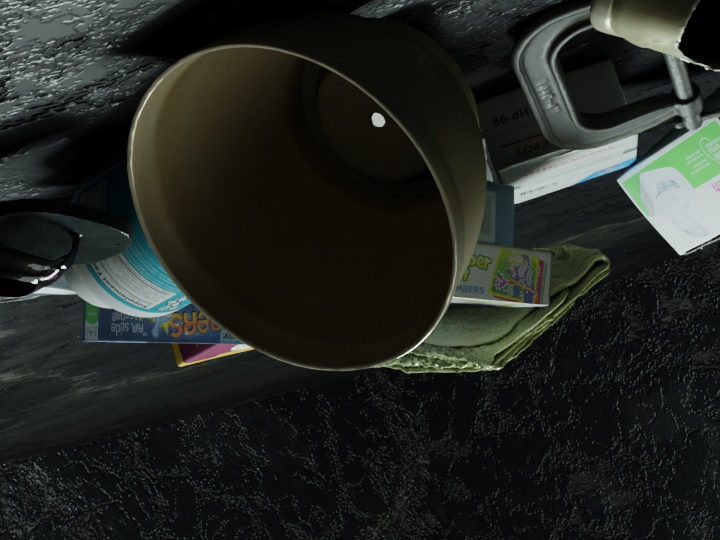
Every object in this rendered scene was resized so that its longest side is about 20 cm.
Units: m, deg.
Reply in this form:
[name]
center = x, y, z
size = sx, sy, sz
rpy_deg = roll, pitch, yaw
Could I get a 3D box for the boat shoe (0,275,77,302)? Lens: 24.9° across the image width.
[boat shoe]
center = -0.250, -0.007, 1.178
size = 0.200, 0.070, 0.066
rpy_deg = -16, -170, -37

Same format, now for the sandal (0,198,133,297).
[sandal]
center = -0.238, -0.008, 1.014
size = 0.200, 0.048, 0.075
rpy_deg = -2, 158, 8

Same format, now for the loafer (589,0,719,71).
[loafer]
center = 0.226, -0.160, 1.032
size = 0.200, 0.068, 0.076
rpy_deg = -10, 131, -42

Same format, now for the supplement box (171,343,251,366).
[supplement box]
center = -0.088, 0.008, 1.501
size = 0.131, 0.103, 0.200
rpy_deg = -11, 170, -32

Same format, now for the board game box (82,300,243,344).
[board game box]
center = -0.085, 0.037, 1.183
size = 0.200, 0.035, 0.135
rpy_deg = -1, 177, 39

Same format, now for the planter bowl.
[planter bowl]
center = -0.011, -0.062, 0.919
size = 0.200, 0.200, 0.135
rpy_deg = -24, -164, 39

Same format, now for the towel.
[towel]
center = 0.093, 0.028, 1.272
size = 0.148, 0.037, 0.200
rpy_deg = -37, -164, -26

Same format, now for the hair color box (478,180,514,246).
[hair color box]
center = 0.017, -0.038, 1.323
size = 0.200, 0.061, 0.099
rpy_deg = -3, 172, 45

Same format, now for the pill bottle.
[pill bottle]
center = -0.121, -0.035, 1.073
size = 0.111, 0.111, 0.200
rpy_deg = -11, 171, -41

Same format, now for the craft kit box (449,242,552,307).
[craft kit box]
center = 0.000, 0.000, 1.173
size = 0.200, 0.049, 0.197
rpy_deg = 5, 173, -30

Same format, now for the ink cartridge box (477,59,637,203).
[ink cartridge box]
center = 0.161, -0.113, 1.323
size = 0.116, 0.067, 0.200
rpy_deg = -18, 173, 7

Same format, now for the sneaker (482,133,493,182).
[sneaker]
center = 0.062, -0.056, 1.443
size = 0.074, 0.087, 0.200
rpy_deg = -17, 174, -19

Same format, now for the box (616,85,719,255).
[box]
center = 0.338, -0.117, 1.364
size = 0.176, 0.097, 0.200
rpy_deg = -40, 180, -18

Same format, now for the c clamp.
[c clamp]
center = 0.197, -0.144, 1.142
size = 0.171, 0.027, 0.200
rpy_deg = -21, 150, 17

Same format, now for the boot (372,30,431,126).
[boot]
center = 0.035, -0.112, 1.078
size = 0.073, 0.090, 0.200
rpy_deg = 4, 147, 7
